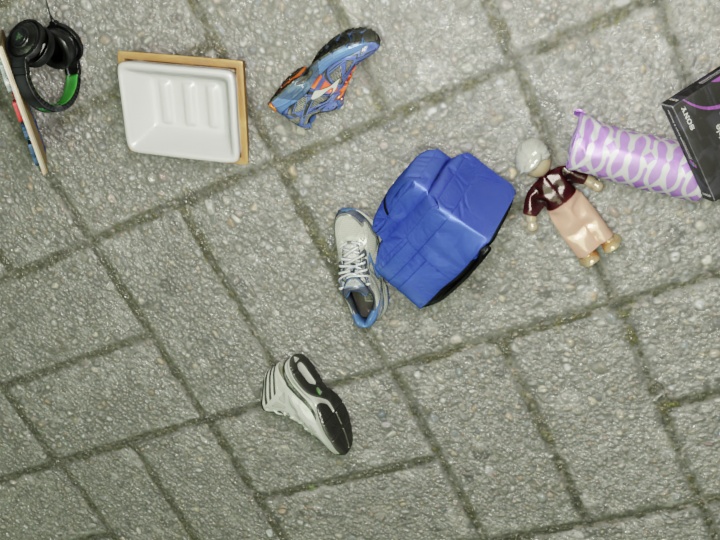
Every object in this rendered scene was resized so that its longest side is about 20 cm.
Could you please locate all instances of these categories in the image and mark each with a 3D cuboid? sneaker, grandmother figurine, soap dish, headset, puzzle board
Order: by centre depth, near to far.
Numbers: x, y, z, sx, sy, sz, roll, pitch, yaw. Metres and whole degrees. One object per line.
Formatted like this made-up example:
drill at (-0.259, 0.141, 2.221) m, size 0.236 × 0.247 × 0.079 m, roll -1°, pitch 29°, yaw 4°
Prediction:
sneaker at (-0.041, -0.273, 1.272) m, size 0.199 × 0.076 × 0.078 m, roll -30°, pitch 116°, yaw 37°
grandmother figurine at (0.284, -0.100, 1.274) m, size 0.121 × 0.061 × 0.201 m, roll -36°, pitch 102°, yaw 2°
soap dish at (-0.258, -0.248, 1.337) m, size 0.198 × 0.081 × 0.159 m, roll 8°, pitch 120°, yaw 13°
headset at (-0.483, -0.339, 1.339) m, size 0.093 × 0.123 × 0.202 m, roll 2°, pitch 101°, yaw 21°
puzzle board at (-0.525, -0.260, 1.381) m, size 0.017 × 0.151 × 0.202 m, roll -18°, pitch 117°, yaw -13°
sneaker at (0.000, 0.000, 1.396) m, size 0.076 × 0.085 × 0.201 m, roll -7°, pitch 116°, yaw 20°
sneaker at (-0.101, 0.247, 1.585) m, size 0.115 × 0.076 × 0.201 m, roll -24°, pitch 101°, yaw 36°

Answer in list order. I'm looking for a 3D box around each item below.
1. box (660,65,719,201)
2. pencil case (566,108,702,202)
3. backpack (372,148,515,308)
box at (0.493, -0.198, 1.117) m, size 0.199 × 0.036 × 0.144 m, roll -32°, pitch 108°, yaw 3°
pencil case at (0.377, -0.154, 1.199) m, size 0.198 × 0.084 × 0.086 m, roll 15°, pitch 87°, yaw 6°
backpack at (0.105, -0.061, 1.291) m, size 0.167 × 0.163 × 0.200 m, roll 38°, pitch 135°, yaw 4°
